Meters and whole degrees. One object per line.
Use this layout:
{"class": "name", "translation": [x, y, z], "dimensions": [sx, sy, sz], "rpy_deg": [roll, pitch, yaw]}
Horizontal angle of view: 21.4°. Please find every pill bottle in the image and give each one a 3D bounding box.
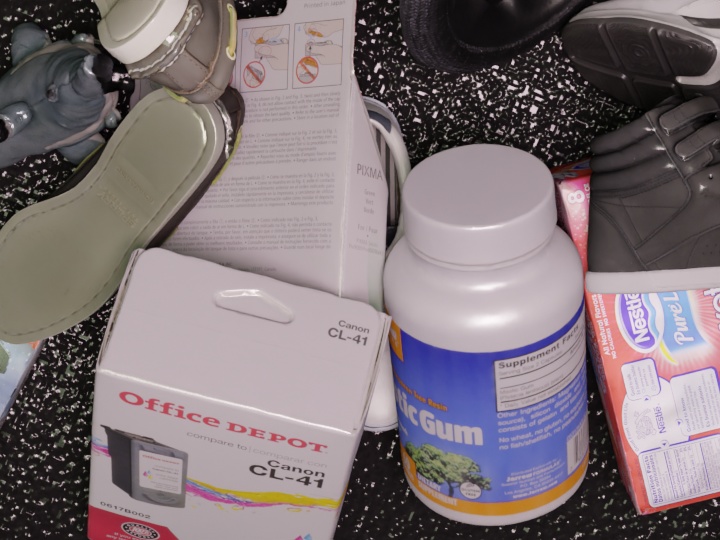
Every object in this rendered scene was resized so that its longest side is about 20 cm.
{"class": "pill bottle", "translation": [0.070, 0.035, 1.063], "dimensions": [0.111, 0.112, 0.201], "rpy_deg": [-6, 126, 2]}

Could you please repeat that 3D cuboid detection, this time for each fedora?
{"class": "fedora", "translation": [0.074, -0.203, 1.044], "dimensions": [0.201, 0.201, 0.092], "rpy_deg": [-43, 68, 6]}

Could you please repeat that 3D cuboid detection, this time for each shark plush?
{"class": "shark plush", "translation": [-0.173, -0.083, 1.057], "dimensions": [0.083, 0.200, 0.091], "rpy_deg": [-30, 110, -26]}

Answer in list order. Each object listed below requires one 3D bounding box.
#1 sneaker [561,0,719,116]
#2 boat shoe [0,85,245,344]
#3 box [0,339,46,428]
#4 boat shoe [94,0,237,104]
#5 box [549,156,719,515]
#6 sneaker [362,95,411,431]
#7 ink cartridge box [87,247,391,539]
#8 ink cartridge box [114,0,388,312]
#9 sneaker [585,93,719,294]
{"class": "sneaker", "translation": [0.217, -0.149, 1.069], "dimensions": [0.116, 0.200, 0.076], "rpy_deg": [-60, 137, -28]}
{"class": "boat shoe", "translation": [-0.139, -0.031, 1.074], "dimensions": [0.201, 0.061, 0.072], "rpy_deg": [-41, 88, 25]}
{"class": "box", "translation": [-0.294, 0.028, 1.140], "dimensions": [0.199, 0.040, 0.137], "rpy_deg": [29, 99, -4]}
{"class": "boat shoe", "translation": [-0.105, -0.152, 1.041], "dimensions": [0.072, 0.202, 0.060], "rpy_deg": [-41, 118, 16]}
{"class": "box", "translation": [0.180, 0.027, 1.104], "dimensions": [0.099, 0.095, 0.201], "rpy_deg": [-15, 98, 2]}
{"class": "sneaker", "translation": [0.000, 0.000, 1.115], "dimensions": [0.073, 0.071, 0.201], "rpy_deg": [-6, 98, 2]}
{"class": "ink cartridge box", "translation": [-0.074, 0.090, 1.067], "dimensions": [0.147, 0.200, 0.086], "rpy_deg": [14, 57, 1]}
{"class": "ink cartridge box", "translation": [-0.061, -0.071, 1.091], "dimensions": [0.160, 0.050, 0.201], "rpy_deg": [-1, 81, 33]}
{"class": "sneaker", "translation": [0.198, -0.045, 0.978], "dimensions": [0.199, 0.071, 0.100], "rpy_deg": [-6, 96, 36]}
